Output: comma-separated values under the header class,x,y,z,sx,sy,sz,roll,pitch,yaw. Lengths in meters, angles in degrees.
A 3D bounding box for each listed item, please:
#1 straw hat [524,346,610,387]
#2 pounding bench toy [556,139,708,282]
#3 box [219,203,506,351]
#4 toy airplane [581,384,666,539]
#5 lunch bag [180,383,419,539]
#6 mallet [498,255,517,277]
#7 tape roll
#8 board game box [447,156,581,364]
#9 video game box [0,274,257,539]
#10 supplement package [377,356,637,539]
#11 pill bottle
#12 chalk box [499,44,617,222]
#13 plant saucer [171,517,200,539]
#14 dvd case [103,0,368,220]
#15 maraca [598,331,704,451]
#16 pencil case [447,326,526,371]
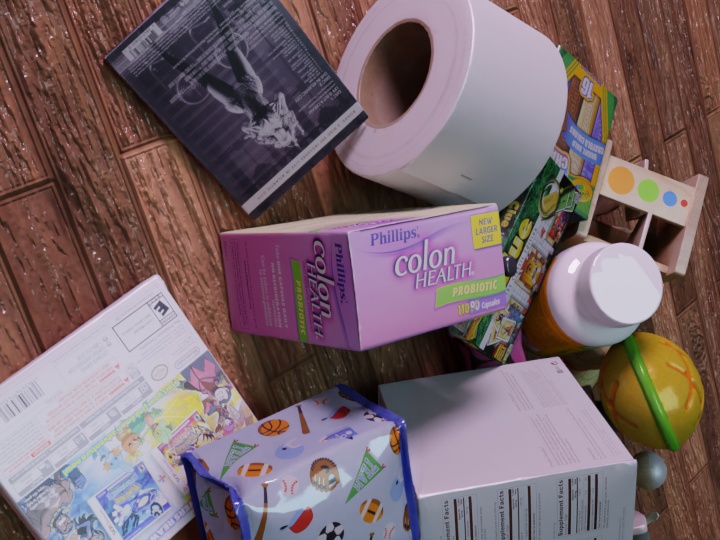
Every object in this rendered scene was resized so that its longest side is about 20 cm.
class,x,y,z,sx,sy,sz,roll,pitch,yaw
straw hat,0.288,0.082,1.114,0.200,0.085,0.204,-1,91,-39
pounding bench toy,0.302,-0.061,1.108,0.155,0.200,0.125,20,79,-5
box,0.000,0.000,0.806,0.175,0.199,0.098,-12,98,-39
toy airplane,0.296,0.252,1.036,0.140,0.201,0.201,-16,149,-1
lunch bag,-0.039,0.227,0.741,0.169,0.123,0.202,-18,113,-30
mallet,0.081,0.011,0.873,0.041,0.199,0.067,0,94,-33
tape roll,0.082,-0.169,0.868,0.138,0.202,0.205,17,80,-37
board game box,0.160,-0.011,0.899,0.105,0.023,0.202,31,83,-49
video game box,-0.197,0.134,0.728,0.200,0.047,0.183,-39,100,-31
supplement package,0.133,0.205,0.863,0.198,0.192,0.149,-8,114,-7
pill bottle,0.241,0.032,0.967,0.110,0.200,0.112,3,78,-13
chalk box,0.190,-0.129,1.006,0.123,0.124,0.202,29,72,-36
plant saucer,-0.141,0.299,0.803,0.199,0.037,0.203,-2,93,-39
dvd case,-0.105,-0.164,0.793,0.148,0.016,0.200,-41,118,1
maraca,0.322,0.130,0.983,0.200,0.106,0.138,4,66,-73
pencil case,0.157,0.144,1.008,0.090,0.093,0.202,-24,108,-35
